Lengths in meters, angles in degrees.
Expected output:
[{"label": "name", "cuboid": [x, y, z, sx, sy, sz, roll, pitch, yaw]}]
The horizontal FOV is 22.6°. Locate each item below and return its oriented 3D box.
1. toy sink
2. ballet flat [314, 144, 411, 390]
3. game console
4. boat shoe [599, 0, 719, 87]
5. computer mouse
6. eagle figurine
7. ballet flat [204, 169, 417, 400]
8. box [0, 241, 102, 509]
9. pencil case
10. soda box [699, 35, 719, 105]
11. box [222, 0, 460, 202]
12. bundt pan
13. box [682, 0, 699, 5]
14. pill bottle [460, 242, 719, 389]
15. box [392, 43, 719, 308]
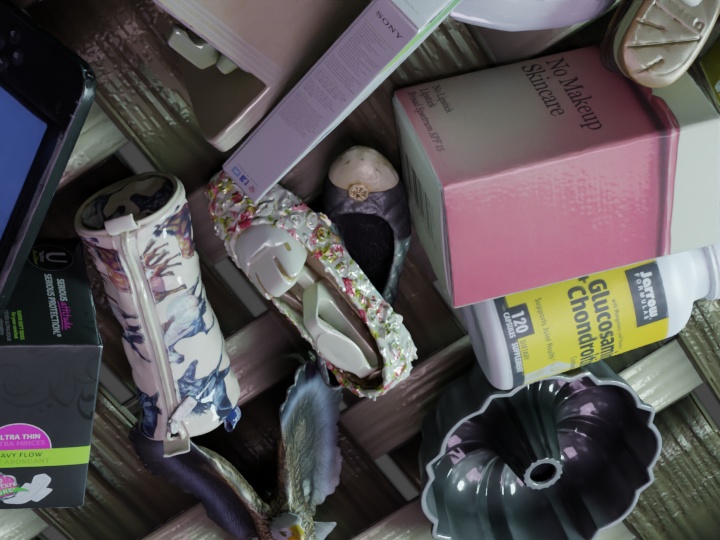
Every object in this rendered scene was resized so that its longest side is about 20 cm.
[{"label": "toy sink", "cuboid": [-0.069, -0.197, 1.093, 0.200, 0.131, 0.112, -43, 126, 17]}, {"label": "ballet flat", "cuboid": [0.000, 0.000, 1.301, 0.066, 0.057, 0.201, 9, 126, 9]}, {"label": "game console", "cuboid": [-0.283, -0.077, 1.110, 0.116, 0.176, 0.201, 1, 121, -53]}, {"label": "boat shoe", "cuboid": [0.229, -0.212, 1.218, 0.072, 0.072, 0.201, 34, 89, -19]}, {"label": "computer mouse", "cuboid": [0.095, -0.194, 1.202, 0.199, 0.044, 0.110, -5, 126, -14]}, {"label": "eagle figurine", "cuboid": [-0.070, 0.174, 1.391, 0.151, 0.150, 0.201, -29, 101, -45]}, {"label": "ballet flat", "cuboid": [-0.035, 0.011, 1.256, 0.076, 0.064, 0.200, -38, 105, 29]}, {"label": "box", "cuboid": [-0.285, 0.071, 1.228, 0.199, 0.125, 0.149, 0, 126, -16]}, {"label": "pencil case", "cuboid": [-0.139, 0.027, 1.256, 0.077, 0.090, 0.201, -13, 123, -1]}, {"label": "soda box", "cuboid": [0.326, -0.191, 1.250, 0.064, 0.068, 0.200, 27, 118, -21]}, {"label": "box", "cuboid": [0.008, -0.136, 1.106, 0.036, 0.144, 0.200, 46, 137, -4]}, {"label": "bundt pan", "cuboid": [0.134, 0.137, 1.439, 0.200, 0.076, 0.203, -9, 128, -11]}, {"label": "box", "cuboid": [0.149, -0.274, 1.095, 0.199, 0.128, 0.109, 26, 114, -32]}, {"label": "pill bottle", "cuboid": [0.175, 0.007, 1.333, 0.199, 0.112, 0.113, -18, 129, -4]}, {"label": "box", "cuboid": [0.135, -0.072, 1.251, 0.199, 0.128, 0.109, -14, 128, -8]}]
